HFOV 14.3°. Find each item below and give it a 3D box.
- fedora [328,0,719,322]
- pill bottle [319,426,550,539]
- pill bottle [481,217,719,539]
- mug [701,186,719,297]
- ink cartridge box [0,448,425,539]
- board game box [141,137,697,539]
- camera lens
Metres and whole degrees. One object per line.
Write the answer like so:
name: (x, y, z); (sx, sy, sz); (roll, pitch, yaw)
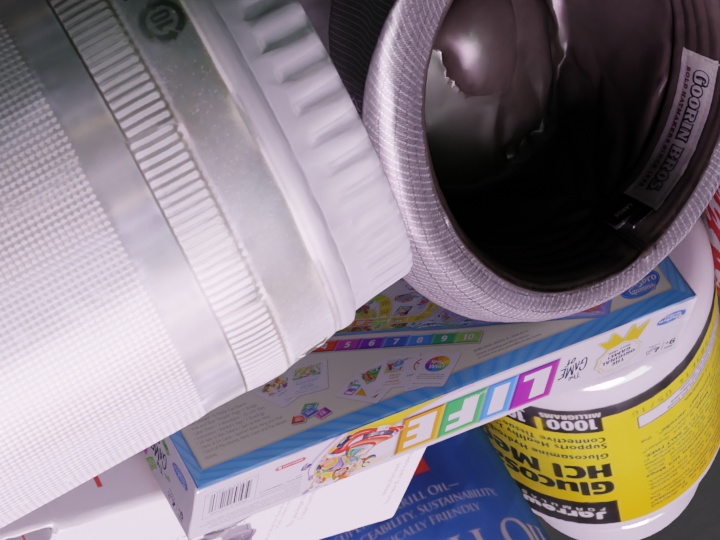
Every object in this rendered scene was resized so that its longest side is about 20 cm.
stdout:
fedora: (0.050, -0.080, 0.963); (0.177, 0.090, 0.200); (-45, 137, -12)
pill bottle: (0.016, 0.115, 1.153); (0.112, 0.200, 0.112); (-25, 152, -14)
pill bottle: (0.097, 0.041, 1.210); (0.112, 0.113, 0.200); (-29, 152, -5)
mug: (0.207, -0.056, 1.124); (0.177, 0.133, 0.200); (-41, 169, -9)
ink cartridge box: (-0.088, 0.052, 1.038); (0.199, 0.115, 0.068); (-13, 147, -30)
board game box: (0.000, 0.000, 1.022); (0.199, 0.135, 0.034); (-19, 151, -21)
camera lens: (-0.105, -0.015, 0.863); (0.200, 0.160, 0.160); (-29, 152, -6)
